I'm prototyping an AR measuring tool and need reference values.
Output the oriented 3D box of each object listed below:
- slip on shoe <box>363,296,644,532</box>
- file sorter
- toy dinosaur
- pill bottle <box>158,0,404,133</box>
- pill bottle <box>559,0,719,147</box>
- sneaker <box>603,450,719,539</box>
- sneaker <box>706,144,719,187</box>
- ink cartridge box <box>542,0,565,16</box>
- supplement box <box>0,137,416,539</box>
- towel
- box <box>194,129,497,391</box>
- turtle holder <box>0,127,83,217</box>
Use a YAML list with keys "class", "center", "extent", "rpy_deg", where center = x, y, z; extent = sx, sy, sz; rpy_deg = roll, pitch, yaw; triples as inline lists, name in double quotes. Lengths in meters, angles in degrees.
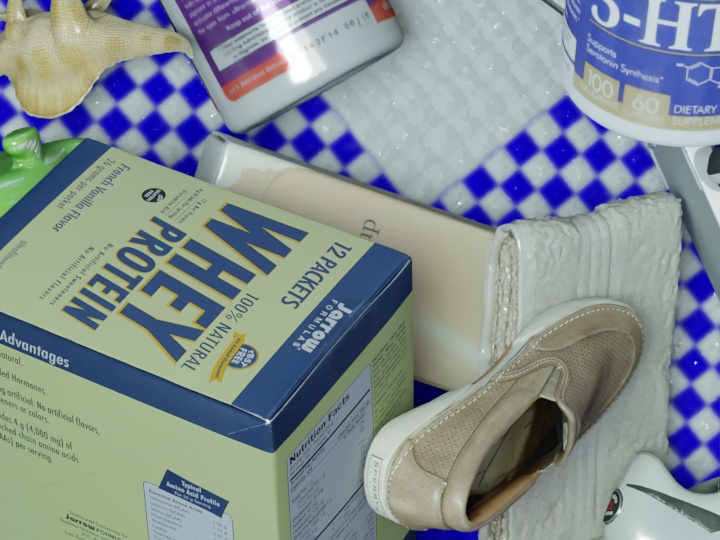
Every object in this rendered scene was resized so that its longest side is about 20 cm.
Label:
- class: "slip on shoe"
  center: [0.088, 0.074, 1.322]
  extent: [0.060, 0.200, 0.076]
  rpy_deg: [16, 120, 40]
- class: "file sorter"
  center: [0.257, -0.007, 1.415]
  extent: [0.124, 0.139, 0.201]
  rpy_deg: [-25, 92, -1]
- class: "toy dinosaur"
  center: [-0.155, -0.133, 1.436]
  extent: [0.199, 0.058, 0.102]
  rpy_deg: [-6, 71, 30]
- class: "pill bottle"
  center: [-0.068, -0.186, 1.423]
  extent: [0.111, 0.111, 0.201]
  rpy_deg: [-28, 93, 2]
- class: "pill bottle"
  center: [0.163, -0.173, 1.280]
  extent: [0.119, 0.120, 0.201]
  rpy_deg: [2, 129, 1]
- class: "sneaker"
  center: [0.229, 0.150, 1.443]
  extent: [0.199, 0.074, 0.089]
  rpy_deg: [17, 81, -19]
- class: "sneaker"
  center: [0.271, -0.023, 1.313]
  extent: [0.199, 0.072, 0.083]
  rpy_deg: [6, 91, -4]
- class: "ink cartridge box"
  center: [0.107, -0.255, 1.452]
  extent: [0.200, 0.044, 0.174]
  rpy_deg: [36, 94, -1]
- class: "supplement box"
  center: [-0.088, 0.075, 1.318]
  extent: [0.199, 0.134, 0.201]
  rpy_deg: [20, 134, 23]
- class: "towel"
  center: [0.118, 0.060, 1.418]
  extent: [0.132, 0.034, 0.201]
  rpy_deg: [-13, 113, -41]
- class: "box"
  center: [0.000, 0.000, 1.429]
  extent: [0.199, 0.078, 0.095]
  rpy_deg: [17, 94, -12]
- class: "turtle holder"
  center: [-0.210, -0.007, 1.427]
  extent: [0.140, 0.185, 0.133]
  rpy_deg: [-6, 104, 34]
